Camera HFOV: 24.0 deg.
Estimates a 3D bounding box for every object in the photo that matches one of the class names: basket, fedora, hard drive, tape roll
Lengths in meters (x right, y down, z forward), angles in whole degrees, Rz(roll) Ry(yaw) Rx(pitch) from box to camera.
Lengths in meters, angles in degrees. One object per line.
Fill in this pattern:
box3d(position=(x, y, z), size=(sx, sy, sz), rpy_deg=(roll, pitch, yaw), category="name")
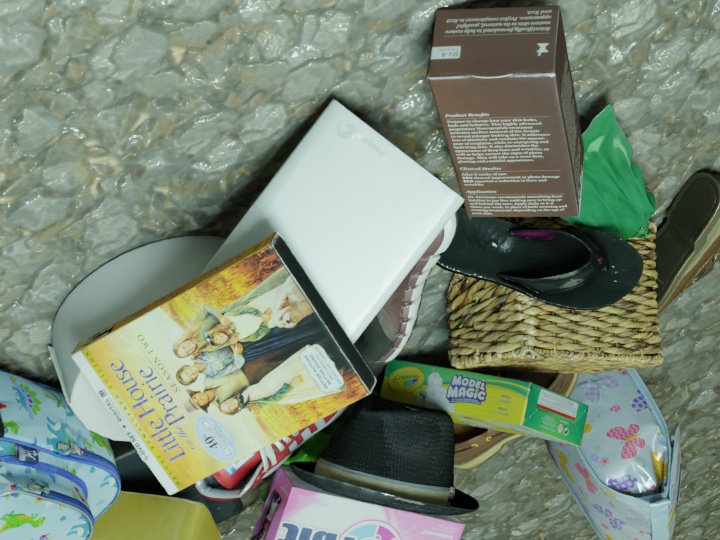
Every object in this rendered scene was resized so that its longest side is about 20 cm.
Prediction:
box3d(position=(0.181, 0.022, 1.643), size=(0.200, 0.149, 0.143), rpy_deg=(4, 170, -37), category="basket")
box3d(position=(0.030, 0.170, 1.607), size=(0.201, 0.201, 0.092), rpy_deg=(14, 88, -45), category="fedora")
box3d(position=(-0.030, -0.018, 1.349), size=(0.200, 0.132, 0.026), rpy_deg=(-52, -176, 5), category="hard drive")
box3d(position=(-0.162, 0.062, 1.458), size=(0.202, 0.071, 0.202), rpy_deg=(-18, 147, -13), category="tape roll")
box3d(position=(-0.203, 0.212, 1.667), size=(0.140, 0.033, 0.200), rpy_deg=(-23, 147, -5), category="hard drive")

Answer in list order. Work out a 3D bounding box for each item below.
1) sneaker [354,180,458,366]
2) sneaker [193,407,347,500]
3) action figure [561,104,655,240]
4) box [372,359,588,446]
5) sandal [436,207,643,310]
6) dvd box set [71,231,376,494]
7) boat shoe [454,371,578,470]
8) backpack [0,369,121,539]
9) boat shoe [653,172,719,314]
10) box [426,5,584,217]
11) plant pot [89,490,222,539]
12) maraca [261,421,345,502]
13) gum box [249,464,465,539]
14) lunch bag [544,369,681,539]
box3d(position=(0.000, 0.000, 1.493), size=(0.115, 0.076, 0.200), rpy_deg=(2, 127, -28), category="sneaker")
box3d(position=(-0.082, 0.142, 1.582), size=(0.200, 0.071, 0.112), rpy_deg=(-50, 168, 26), category="sneaker")
box3d(position=(0.217, -0.074, 1.543), size=(0.118, 0.055, 0.200), rpy_deg=(-37, 141, 13), category="action figure")
box3d(position=(0.112, 0.129, 1.677), size=(0.200, 0.048, 0.117), rpy_deg=(5, 168, 38), category="box")
box3d(position=(0.159, -0.010, 1.513), size=(0.200, 0.075, 0.048), rpy_deg=(9, 171, -8), category="sandal")
box3d(position=(-0.109, 0.076, 1.336), size=(0.200, 0.029, 0.146), rpy_deg=(-28, 104, 20), category="dvd box set")
box3d(position=(0.146, 0.141, 1.772), size=(0.200, 0.072, 0.068), rpy_deg=(-42, 146, 26), category="boat shoe")
box3d(position=(-0.310, 0.189, 1.462), size=(0.183, 0.147, 0.200), rpy_deg=(-39, 148, 22), category="backpack")
box3d(position=(0.321, -0.011, 1.683), size=(0.068, 0.072, 0.200), rpy_deg=(5, 136, -37), category="boat shoe")
box3d(position=(0.121, -0.124, 1.364), size=(0.100, 0.075, 0.200), rpy_deg=(1, 151, 13), category="box")
box3d(position=(-0.241, 0.336, 1.594), size=(0.194, 0.200, 0.196), rpy_deg=(5, 149, 14), category="plant pot")
box3d(position=(-0.030, 0.231, 1.746), size=(0.137, 0.107, 0.200), rpy_deg=(-44, 139, -10), category="maraca")
box3d(position=(-0.011, 0.271, 1.674), size=(0.200, 0.066, 0.114), rpy_deg=(15, 100, -20), category="gum box")
box3d(position=(0.286, 0.206, 1.839), size=(0.127, 0.200, 0.170), rpy_deg=(-23, 146, -4), category="lunch bag")
